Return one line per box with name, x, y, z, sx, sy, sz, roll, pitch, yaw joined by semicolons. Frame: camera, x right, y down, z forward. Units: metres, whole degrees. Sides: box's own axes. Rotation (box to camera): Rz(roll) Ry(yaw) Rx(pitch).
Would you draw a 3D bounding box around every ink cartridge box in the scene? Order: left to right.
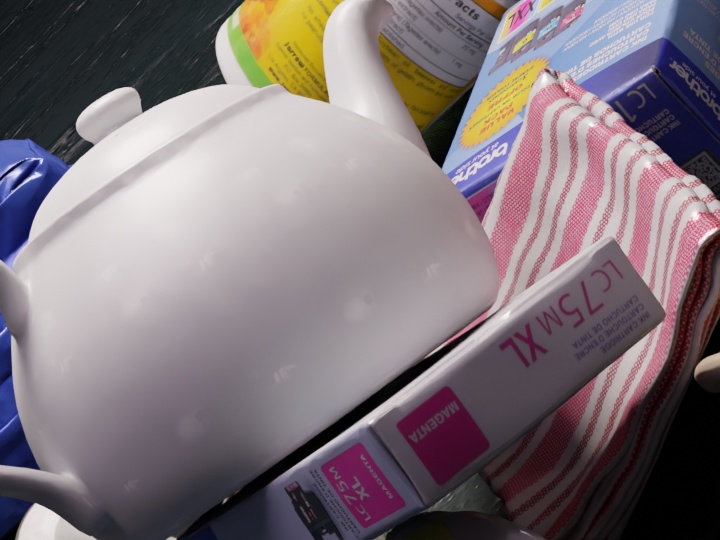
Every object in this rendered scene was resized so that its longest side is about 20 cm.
ink cartridge box;0.013;0.061;0.905;0.119;0.042;0.200;-35;1;-30
ink cartridge box;0.111;-0.068;1.129;0.136;0.076;0.200;-33;23;34

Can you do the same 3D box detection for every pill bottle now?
pill bottle;0.031;-0.145;1.280;0.200;0.111;0.111;-43;17;21

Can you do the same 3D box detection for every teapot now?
teapot;-0.059;0.001;0.939;0.197;0.146;0.200;-36;-1;15

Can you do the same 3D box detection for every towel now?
towel;0.074;0.015;0.966;0.147;0.030;0.200;-68;22;14

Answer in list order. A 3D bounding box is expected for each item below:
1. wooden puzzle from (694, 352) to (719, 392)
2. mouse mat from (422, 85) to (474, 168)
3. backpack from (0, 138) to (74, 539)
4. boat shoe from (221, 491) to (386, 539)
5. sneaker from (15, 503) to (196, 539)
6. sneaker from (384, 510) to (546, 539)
wooden puzzle;0.222;-0.034;0.861;0.185;0.046;0.200;-21;25;51
mouse mat;0.049;-0.142;1.357;0.008;0.162;0.200;0;-21;-44
backpack;-0.194;0.039;1.430;0.200;0.168;0.162;-49;11;-2
boat shoe;-0.055;0.155;1.020;0.072;0.068;0.200;-27;27;41
sneaker;-0.093;0.084;1.275;0.092;0.076;0.201;-21;36;36
sneaker;0.014;0.149;0.884;0.105;0.075;0.200;-65;12;-23
